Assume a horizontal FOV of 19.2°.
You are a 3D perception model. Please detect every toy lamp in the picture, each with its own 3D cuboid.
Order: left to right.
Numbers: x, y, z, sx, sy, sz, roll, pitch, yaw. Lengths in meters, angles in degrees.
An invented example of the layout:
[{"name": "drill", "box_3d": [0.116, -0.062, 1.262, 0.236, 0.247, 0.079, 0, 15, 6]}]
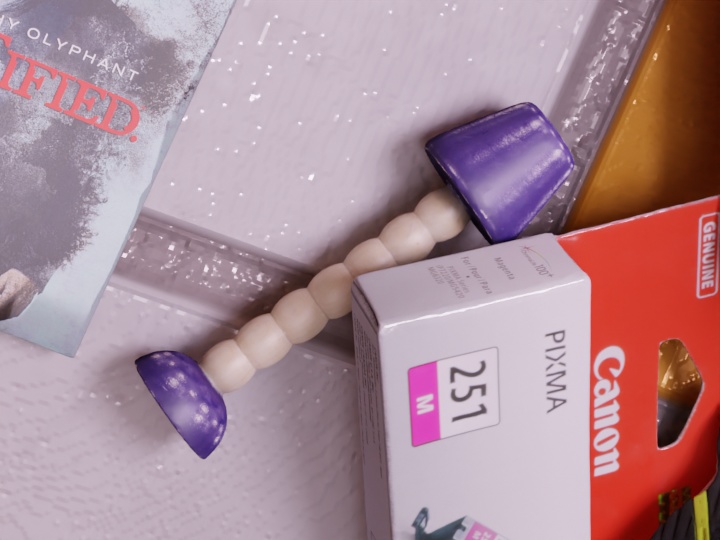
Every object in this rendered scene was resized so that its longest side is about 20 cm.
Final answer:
[{"name": "toy lamp", "box_3d": [0.000, 0.000, 0.892, 0.200, 0.058, 0.058, -36, 111, -2]}]

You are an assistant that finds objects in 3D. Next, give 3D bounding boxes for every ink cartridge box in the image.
[{"name": "ink cartridge box", "box_3d": [0.087, 0.077, 0.915, 0.173, 0.044, 0.200, -13, 123, -14]}]

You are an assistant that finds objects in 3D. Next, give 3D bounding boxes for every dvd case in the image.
[{"name": "dvd case", "box_3d": [-0.141, -0.079, 0.852, 0.146, 0.022, 0.200, 23, 99, -19]}]

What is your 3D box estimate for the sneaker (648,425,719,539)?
[{"name": "sneaker", "box_3d": [0.180, 0.126, 0.951, 0.076, 0.075, 0.200, 36, 85, -46]}]
